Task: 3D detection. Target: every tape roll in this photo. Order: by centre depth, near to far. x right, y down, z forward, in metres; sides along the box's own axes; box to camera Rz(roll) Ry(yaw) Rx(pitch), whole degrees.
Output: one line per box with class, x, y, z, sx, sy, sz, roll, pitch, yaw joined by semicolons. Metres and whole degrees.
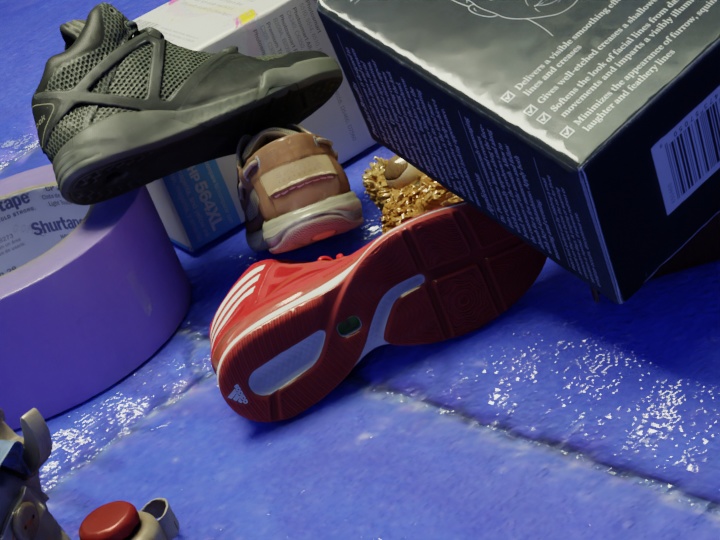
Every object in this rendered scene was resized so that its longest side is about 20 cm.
tape roll;-0.213;0.014;1.284;0.199;0.085;0.200;-18;26;9

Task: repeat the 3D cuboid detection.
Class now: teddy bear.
teddy bear;0.069;-0.074;1.245;0.200;0.067;0.145;-37;26;-31

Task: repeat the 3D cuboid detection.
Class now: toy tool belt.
toy tool belt;-0.201;0.119;1.013;0.199;0.123;0.125;-12;26;20

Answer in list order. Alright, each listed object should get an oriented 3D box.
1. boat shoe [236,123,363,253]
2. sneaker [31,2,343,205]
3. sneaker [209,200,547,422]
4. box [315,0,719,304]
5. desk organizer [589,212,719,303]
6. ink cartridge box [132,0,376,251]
boat shoe;-0.041;-0.055;1.251;0.076;0.072;0.200;-21;5;-10
sneaker;-0.111;-0.121;1.259;0.199;0.114;0.076;-20;-19;-22
sneaker;0.000;0.000;1.144;0.200;0.079;0.116;-24;26;-7
box;0.103;-0.105;1.034;0.148;0.107;0.200;-41;50;-15
desk organizer;0.138;-0.087;1.130;0.077;0.072;0.200;-16;47;6
ink cartridge box;-0.080;-0.124;1.402;0.200;0.126;0.128;-30;26;-20
